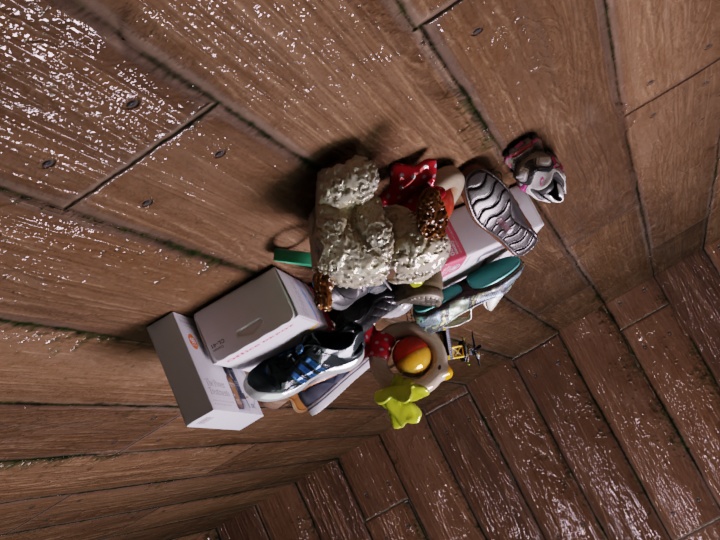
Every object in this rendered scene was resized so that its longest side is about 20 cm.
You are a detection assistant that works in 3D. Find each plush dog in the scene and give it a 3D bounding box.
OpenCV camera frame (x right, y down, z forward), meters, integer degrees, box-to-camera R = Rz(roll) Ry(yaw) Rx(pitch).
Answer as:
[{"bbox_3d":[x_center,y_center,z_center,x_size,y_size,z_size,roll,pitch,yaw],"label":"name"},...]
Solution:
[{"bbox_3d":[0.027,-0.030,1.160,0.168,0.163,0.201,1,157,-8],"label":"plush dog"}]

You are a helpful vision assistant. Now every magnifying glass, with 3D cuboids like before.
[{"bbox_3d":[-0.019,-0.009,1.277,0.196,0.023,0.080,9,178,5],"label":"magnifying glass"}]

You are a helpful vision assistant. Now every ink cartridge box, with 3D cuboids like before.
[{"bbox_3d":[0.180,-0.047,1.569,0.198,0.086,0.146,-23,164,-22],"label":"ink cartridge box"},{"bbox_3d":[-0.138,0.080,1.430,0.146,0.087,0.200,-30,163,7],"label":"ink cartridge box"}]

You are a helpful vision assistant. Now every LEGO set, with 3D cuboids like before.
[{"bbox_3d":[0.154,0.084,1.692,0.114,0.204,0.154,-6,166,-20],"label":"LEGO set"}]

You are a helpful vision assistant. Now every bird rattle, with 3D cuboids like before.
[{"bbox_3d":[0.079,-0.089,1.312,0.162,0.112,0.202,-36,153,-35],"label":"bird rattle"},{"bbox_3d":[0.060,0.151,1.580,0.161,0.201,0.113,-21,147,-17],"label":"bird rattle"}]

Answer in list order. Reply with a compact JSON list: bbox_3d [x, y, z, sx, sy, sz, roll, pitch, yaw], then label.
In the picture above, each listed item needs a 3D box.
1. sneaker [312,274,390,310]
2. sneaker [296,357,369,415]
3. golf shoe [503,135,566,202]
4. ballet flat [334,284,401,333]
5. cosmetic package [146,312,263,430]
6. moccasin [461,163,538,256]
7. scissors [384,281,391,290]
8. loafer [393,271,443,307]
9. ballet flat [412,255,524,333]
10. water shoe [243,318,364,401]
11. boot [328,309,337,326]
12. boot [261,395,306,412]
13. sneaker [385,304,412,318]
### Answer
[{"bbox_3d":[0.000,0.000,1.458,0.082,0.074,0.199,-42,169,32],"label":"sneaker"},{"bbox_3d":[-0.036,0.162,1.653,0.199,0.080,0.078,-36,176,-43],"label":"sneaker"},{"bbox_3d":[0.272,-0.134,1.441,0.072,0.093,0.199,-34,164,17],"label":"golf shoe"},{"bbox_3d":[0.021,0.053,1.557,0.199,0.066,0.057,-31,156,-45],"label":"ballet flat"},{"bbox_3d":[-0.221,0.150,1.391,0.051,0.152,0.200,-30,164,7],"label":"cosmetic package"},{"bbox_3d":[0.200,-0.099,1.425,0.074,0.078,0.201,-43,137,13],"label":"moccasin"},{"bbox_3d":[0.020,-0.003,1.366,0.014,0.073,0.200,-51,139,-8],"label":"scissors"},{"bbox_3d":[0.094,0.018,1.457,0.075,0.069,0.200,6,176,-6],"label":"loafer"},{"bbox_3d":[0.181,0.044,1.558,0.197,0.075,0.074,-24,164,6],"label":"ballet flat"},{"bbox_3d":[-0.085,0.125,1.421,0.197,0.072,0.080,-20,136,-25],"label":"water shoe"},{"bbox_3d":[-0.094,0.106,1.618,0.149,0.074,0.200,-33,160,13],"label":"boot"},{"bbox_3d":[-0.103,0.218,1.965,0.155,0.077,0.199,-39,154,22],"label":"boot"},{"bbox_3d":[-0.005,0.069,1.674,0.199,0.077,0.091,-37,145,27],"label":"sneaker"}]
